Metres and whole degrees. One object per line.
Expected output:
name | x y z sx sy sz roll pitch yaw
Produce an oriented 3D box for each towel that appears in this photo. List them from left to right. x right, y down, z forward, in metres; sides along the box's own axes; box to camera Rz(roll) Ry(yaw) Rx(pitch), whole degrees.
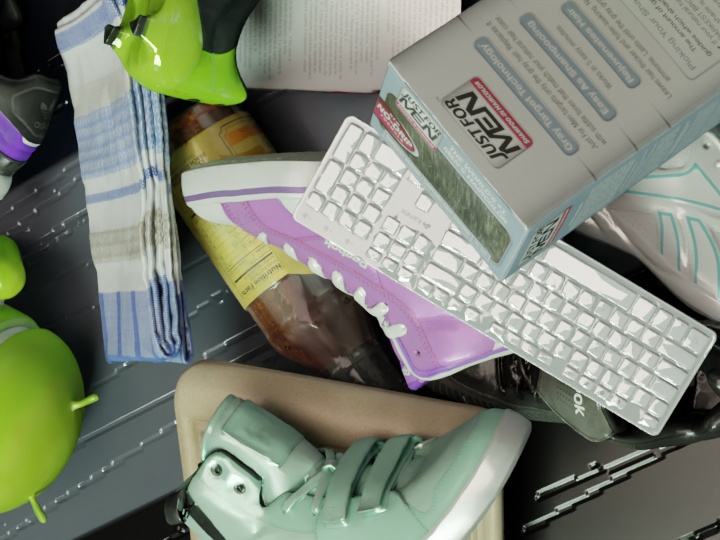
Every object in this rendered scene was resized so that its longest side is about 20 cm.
towel | -0.131 -0.048 0.991 0.147 0.024 0.202 176 87 -68

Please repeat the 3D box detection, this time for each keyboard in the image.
keyboard | 0.066 0.002 0.853 0.199 0.011 0.057 31 105 3

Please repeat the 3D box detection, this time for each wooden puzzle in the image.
wooden puzzle | -0.007 0.150 0.984 0.183 0.037 0.202 9 115 22

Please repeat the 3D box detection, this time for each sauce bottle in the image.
sauce bottle | -0.038 0.000 0.986 0.066 0.066 0.201 -36 87 22

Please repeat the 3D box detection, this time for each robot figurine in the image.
robot figurine | -0.244 0.063 1.050 0.199 0.116 0.177 26 97 18

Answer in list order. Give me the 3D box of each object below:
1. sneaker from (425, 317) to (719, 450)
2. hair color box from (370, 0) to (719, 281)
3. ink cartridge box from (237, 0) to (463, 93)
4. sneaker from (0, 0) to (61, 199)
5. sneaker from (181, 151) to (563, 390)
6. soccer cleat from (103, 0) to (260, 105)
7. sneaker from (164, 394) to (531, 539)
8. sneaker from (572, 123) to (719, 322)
sneaker | 0.111 0.049 0.911 0.198 0.090 0.067 7 97 22
hair color box | 0.113 -0.095 0.847 0.199 0.061 0.099 -35 76 -21
ink cartridge box | -0.013 -0.148 0.966 0.198 0.050 0.110 5 97 22
sneaker | -0.247 -0.141 1.061 0.200 0.070 0.100 43 102 11
sneaker | 0.000 0.000 0.905 0.199 0.073 0.115 6 100 23
soccer cleat | -0.067 -0.181 0.921 0.067 0.081 0.202 5 78 55
sneaker | -0.015 0.099 0.895 0.118 0.074 0.200 46 126 -7
sneaker | 0.168 -0.027 0.891 0.200 0.070 0.081 34 105 17
